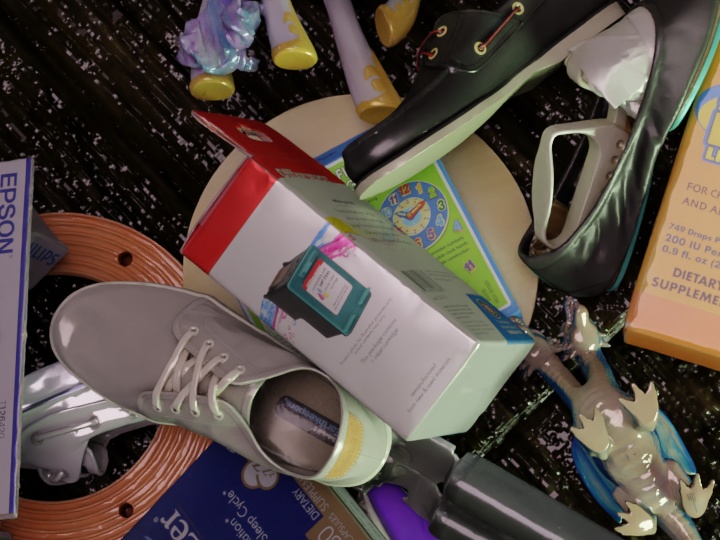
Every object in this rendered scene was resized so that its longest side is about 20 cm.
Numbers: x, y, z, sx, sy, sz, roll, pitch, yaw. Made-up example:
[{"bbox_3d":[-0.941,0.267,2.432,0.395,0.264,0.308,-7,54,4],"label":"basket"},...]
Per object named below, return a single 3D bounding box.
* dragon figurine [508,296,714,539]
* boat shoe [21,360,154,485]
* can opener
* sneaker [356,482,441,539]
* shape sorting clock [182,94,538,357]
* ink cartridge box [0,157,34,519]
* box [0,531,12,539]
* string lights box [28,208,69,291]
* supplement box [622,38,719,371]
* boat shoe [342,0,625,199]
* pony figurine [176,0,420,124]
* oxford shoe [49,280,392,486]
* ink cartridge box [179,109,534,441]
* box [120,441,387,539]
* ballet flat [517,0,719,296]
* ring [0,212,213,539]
[{"bbox_3d":[0.149,0.104,1.594,0.059,0.099,0.200,-32,97,1],"label":"dragon figurine"},{"bbox_3d":[-0.162,0.086,1.618,0.200,0.074,0.065,-25,85,11],"label":"boat shoe"},{"bbox_3d":[0.067,0.116,1.569,0.200,0.067,0.053,29,128,11],"label":"can opener"},{"bbox_3d":[0.082,0.182,1.593,0.099,0.070,0.200,-35,74,-12],"label":"sneaker"},{"bbox_3d":[0.000,0.000,1.642,0.200,0.039,0.200,0,85,4],"label":"shape sorting clock"},{"bbox_3d":[-0.260,0.047,1.585,0.200,0.047,0.198,-4,74,20],"label":"ink cartridge box"},{"bbox_3d":[-0.243,0.266,1.600,0.176,0.097,0.200,-27,78,10],"label":"box"},{"bbox_3d":[-0.272,0.019,1.653,0.200,0.059,0.103,-46,65,6],"label":"string lights box"},{"bbox_3d":[0.202,-0.050,1.606,0.066,0.069,0.200,16,81,8],"label":"supplement box"},{"bbox_3d":[0.058,-0.109,1.603,0.201,0.074,0.063,-39,90,-28],"label":"boat shoe"},{"bbox_3d":[-0.053,-0.190,1.629,0.193,0.167,0.200,7,62,-17],"label":"pony figurine"},{"bbox_3d":[-0.077,0.057,1.548,0.200,0.058,0.075,24,95,17],"label":"oxford shoe"},{"bbox_3d":[-0.015,0.001,1.554,0.200,0.116,0.067,39,101,15],"label":"ink cartridge box"},{"bbox_3d":[-0.085,0.181,1.596,0.200,0.032,0.121,-48,57,11],"label":"box"},{"bbox_3d":[0.138,-0.080,1.592,0.068,0.068,0.200,14,101,-24],"label":"ballet flat"},{"bbox_3d":[-0.172,0.067,1.669,0.200,0.019,0.201,-1,80,8],"label":"ring"}]
